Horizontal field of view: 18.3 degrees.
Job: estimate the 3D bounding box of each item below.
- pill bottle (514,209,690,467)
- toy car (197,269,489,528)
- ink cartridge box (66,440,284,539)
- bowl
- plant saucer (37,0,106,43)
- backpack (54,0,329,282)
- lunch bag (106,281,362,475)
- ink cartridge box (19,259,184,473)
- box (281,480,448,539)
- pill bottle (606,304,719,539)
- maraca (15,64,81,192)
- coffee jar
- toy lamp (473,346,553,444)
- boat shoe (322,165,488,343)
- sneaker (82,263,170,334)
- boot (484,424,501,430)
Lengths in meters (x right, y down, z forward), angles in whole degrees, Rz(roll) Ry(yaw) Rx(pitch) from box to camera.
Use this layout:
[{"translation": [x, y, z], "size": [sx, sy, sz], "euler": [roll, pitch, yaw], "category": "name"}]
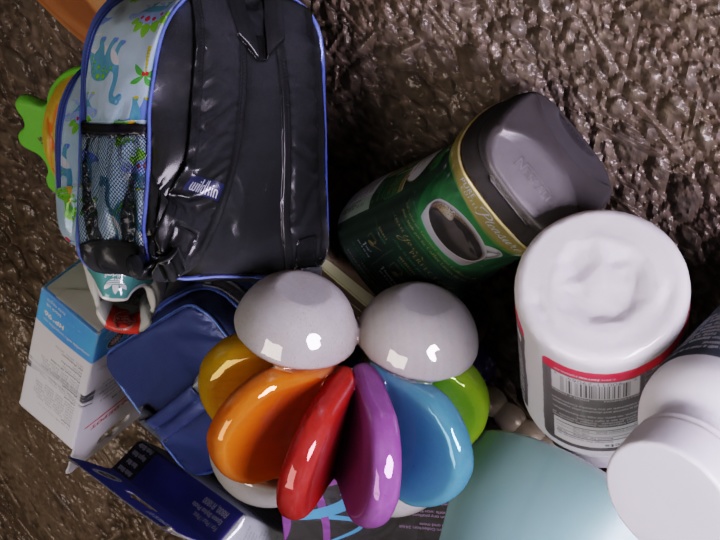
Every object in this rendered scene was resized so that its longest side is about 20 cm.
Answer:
[{"translation": [0.158, 0.054, 1.461], "size": [0.111, 0.111, 0.200], "euler": [33, 160, 21], "category": "pill bottle"}, {"translation": [-0.009, 0.105, 1.496], "size": [0.199, 0.150, 0.175], "euler": [6, 124, -9], "category": "toy car"}, {"translation": [-0.111, 0.195, 1.802], "size": [0.200, 0.041, 0.199], "euler": [27, 179, -34], "category": "ink cartridge box"}, {"translation": [0.130, 0.212, 1.543], "size": [0.200, 0.105, 0.201], "euler": [31, 157, 15], "category": "bowl"}, {"translation": [-0.214, -0.217, 1.624], "size": [0.200, 0.037, 0.200], "euler": [43, 170, 9], "category": "plant saucer"}, {"translation": [-0.119, -0.095, 1.534], "size": [0.147, 0.183, 0.201], "euler": [6, 94, 42], "category": "backpack"}, {"translation": [-0.107, 0.071, 1.749], "size": [0.136, 0.132, 0.200], "euler": [52, 142, -3], "category": "lunch bag"}, {"translation": [-0.218, 0.066, 1.867], "size": [0.068, 0.116, 0.200], "euler": [38, 140, 16], "category": "ink cartridge box"}, {"translation": [0.011, 0.166, 1.654], "size": [0.143, 0.036, 0.200], "euler": [4, 123, 14], "category": "box"}, {"translation": [0.239, 0.085, 1.363], "size": [0.119, 0.200, 0.120], "euler": [26, 136, 28], "category": "pill bottle"}, {"translation": [-0.194, -0.096, 1.718], "size": [0.200, 0.107, 0.137], "euler": [-8, 116, 49], "category": "maraca"}, {"translation": [0.076, -0.042, 1.511], "size": [0.104, 0.085, 0.200], "euler": [50, 143, -8], "category": "coffee jar"}, {"translation": [0.145, 0.142, 1.622], "size": [0.200, 0.058, 0.058], "euler": [44, 142, 12], "category": "toy lamp"}, {"translation": [-0.004, 0.003, 1.636], "size": [0.202, 0.075, 0.075], "euler": [44, 140, 7], "category": "boat shoe"}, {"translation": [-0.179, 0.006, 1.682], "size": [0.070, 0.094, 0.200], "euler": [5, 166, -1], "category": "sneaker"}, {"translation": [0.052, 0.168, 1.729], "size": [0.200, 0.075, 0.107], "euler": [-10, 109, 41], "category": "boot"}]
